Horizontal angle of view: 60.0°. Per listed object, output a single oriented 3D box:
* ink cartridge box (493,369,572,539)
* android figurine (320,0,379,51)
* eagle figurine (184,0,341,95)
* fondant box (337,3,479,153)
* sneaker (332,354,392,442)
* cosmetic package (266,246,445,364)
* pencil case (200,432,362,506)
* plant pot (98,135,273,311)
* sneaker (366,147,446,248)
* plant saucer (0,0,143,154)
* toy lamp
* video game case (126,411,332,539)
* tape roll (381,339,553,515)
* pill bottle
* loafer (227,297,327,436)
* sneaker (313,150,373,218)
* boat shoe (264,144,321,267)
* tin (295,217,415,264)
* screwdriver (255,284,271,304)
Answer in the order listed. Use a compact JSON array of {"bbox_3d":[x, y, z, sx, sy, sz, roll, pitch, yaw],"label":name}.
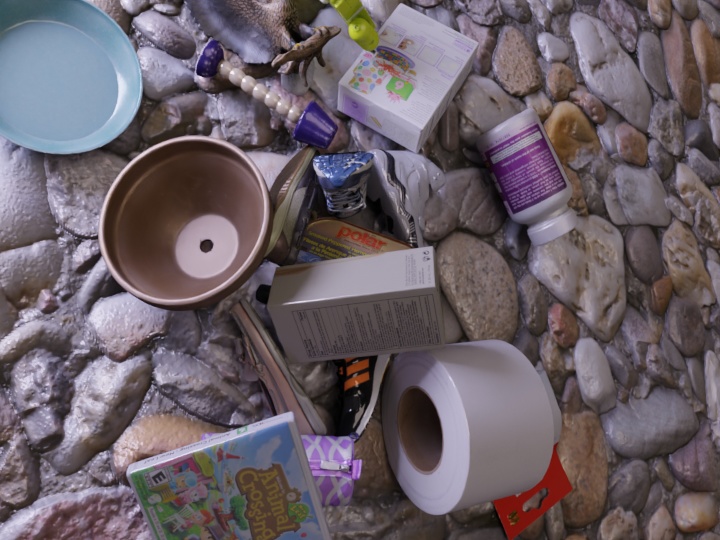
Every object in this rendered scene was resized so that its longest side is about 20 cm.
[{"bbox_3d":[0.253,0.278,0.950,0.158,0.047,0.204,-21,87,-31],"label":"ink cartridge box"},{"bbox_3d":[-0.040,-0.388,0.861,0.041,0.200,0.183,-39,87,14],"label":"android figurine"},{"bbox_3d":[-0.125,-0.356,0.855,0.199,0.152,0.151,40,15,17],"label":"eagle figurine"},{"bbox_3d":[0.073,-0.294,0.941,0.142,0.059,0.202,29,63,8],"label":"fondant box"},{"bbox_3d":[-0.012,0.130,0.833,0.088,0.070,0.204,24,67,-6],"label":"sneaker"},{"bbox_3d":[-0.002,0.043,0.740,0.072,0.195,0.107,-85,166,-49],"label":"cosmetic package"},{"bbox_3d":[-0.096,0.232,0.723,0.195,0.085,0.086,3,78,-13],"label":"pencil case"},{"bbox_3d":[-0.191,-0.045,0.728,0.195,0.093,0.206,-2,71,5],"label":"plant pot"},{"bbox_3d":[0.080,-0.089,0.919,0.113,0.075,0.204,-20,91,-32],"label":"sneaker"},{"bbox_3d":[-0.359,-0.228,0.730,0.196,0.036,0.205,6,77,-28],"label":"plant saucer"},{"bbox_3d":[-0.120,-0.228,0.825,0.197,0.058,0.059,30,66,-5],"label":"toy lamp"},{"bbox_3d":[-0.131,0.269,0.675,0.178,0.022,0.204,-16,109,-6],"label":"video game case"},{"bbox_3d":[0.132,0.198,0.813,0.136,0.202,0.208,-1,79,-29],"label":"tape roll"},{"bbox_3d":[0.277,-0.149,1.021,0.111,0.112,0.203,-28,93,-30],"label":"pill bottle"},{"bbox_3d":[-0.114,0.133,0.769,0.062,0.072,0.203,-32,98,-9],"label":"loafer"},{"bbox_3d":[-0.016,-0.110,0.817,0.075,0.200,0.088,-3,102,5],"label":"sneaker"},{"bbox_3d":[-0.087,-0.084,0.819,0.064,0.073,0.203,38,49,-23],"label":"boat shoe"},{"bbox_3d":[0.000,0.000,0.837,0.196,0.042,0.114,21,67,3],"label":"tin"},{"bbox_3d":[-0.042,0.058,0.811,0.196,0.028,0.030,20,53,0],"label":"screwdriver"}]
